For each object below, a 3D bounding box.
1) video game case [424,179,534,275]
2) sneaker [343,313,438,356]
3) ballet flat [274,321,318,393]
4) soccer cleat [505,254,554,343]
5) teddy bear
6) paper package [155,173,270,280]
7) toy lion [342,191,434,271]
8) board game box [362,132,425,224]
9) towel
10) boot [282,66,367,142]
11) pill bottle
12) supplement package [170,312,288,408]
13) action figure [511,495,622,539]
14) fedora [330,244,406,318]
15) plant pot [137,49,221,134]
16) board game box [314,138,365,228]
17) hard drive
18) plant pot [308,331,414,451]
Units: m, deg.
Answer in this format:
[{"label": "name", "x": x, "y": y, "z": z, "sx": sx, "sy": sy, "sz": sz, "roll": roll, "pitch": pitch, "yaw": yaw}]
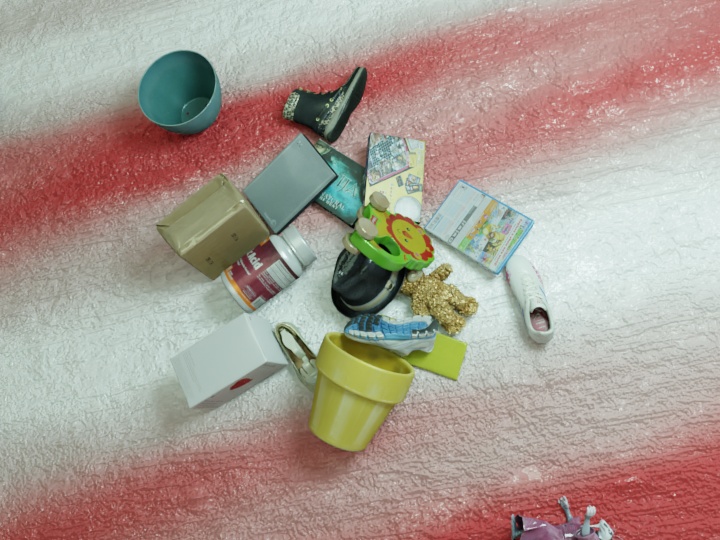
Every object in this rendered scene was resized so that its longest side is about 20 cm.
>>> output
[{"label": "video game case", "x": 0.261, "y": -0.099, "z": 1.368, "sx": 0.199, "sy": 0.018, "sz": 0.144, "roll": 35, "pitch": 83, "yaw": 26}, {"label": "sneaker", "x": 0.063, "y": 0.145, "z": 1.295, "sx": 0.198, "sy": 0.087, "sz": 0.075, "roll": 3, "pitch": 37, "yaw": 8}, {"label": "ballet flat", "x": -0.128, "y": 0.196, "z": 1.348, "sx": 0.067, "sy": 0.062, "sz": 0.200, "roll": -40, "pitch": 73, "yaw": -2}, {"label": "soccer cleat", "x": 0.360, "y": 0.052, "z": 1.290, "sx": 0.069, "sy": 0.086, "sz": 0.202, "roll": -18, "pitch": 73, "yaw": 4}, {"label": "teddy bear", "x": 0.160, "y": 0.051, "z": 1.335, "sx": 0.145, "sy": 0.067, "sz": 0.201, "roll": -35, "pitch": 73, "yaw": -3}, {"label": "paper package", "x": -0.324, "y": -0.093, "z": 1.386, "sx": 0.190, "sy": 0.200, "sz": 0.104, "roll": -38, "pitch": 73, "yaw": -2}, {"label": "toy lion", "x": 0.072, "y": -0.064, "z": 1.295, "sx": 0.191, "sy": 0.200, "sz": 0.069, "roll": 38, "pitch": 124, "yaw": -8}, {"label": "board game box", "x": 0.076, "y": -0.208, "z": 1.414, "sx": 0.134, "sy": 0.035, "sz": 0.202, "roll": 8, "pitch": 75, "yaw": -9}, {"label": "towel", "x": 0.125, "y": 0.164, "z": 1.331, "sx": 0.198, "sy": 0.018, "sz": 0.087, "roll": 17, "pitch": 98, "yaw": 13}, {"label": "boot", "x": -0.085, "y": -0.426, "z": 1.502, "sx": 0.153, "sy": 0.074, "sz": 0.205, "roll": 25, "pitch": 81, "yaw": 17}, {"label": "pill bottle", "x": -0.204, "y": -0.006, "z": 1.388, "sx": 0.199, "sy": 0.114, "sz": 0.114, "roll": -37, "pitch": 72, "yaw": -2}, {"label": "supplement package", "x": -0.281, "y": 0.198, "z": 1.332, "sx": 0.199, "sy": 0.121, "sz": 0.120, "roll": -32, "pitch": 72, "yaw": 8}, {"label": "action figure", "x": 0.381, "y": 0.502, "z": 1.143, "sx": 0.198, "sy": 0.134, "sz": 0.150, "roll": -1, "pitch": 76, "yaw": 12}, {"label": "fedora", "x": 0.000, "y": 0.000, "z": 1.334, "sx": 0.199, "sy": 0.092, "sz": 0.202, "roll": -15, "pitch": 59, "yaw": 26}, {"label": "plant pot", "x": -0.424, "y": -0.417, "z": 1.524, "sx": 0.198, "sy": 0.135, "sz": 0.202, "roll": -3, "pitch": 75, "yaw": 10}, {"label": "board game box", "x": -0.058, "y": -0.208, "z": 1.461, "sx": 0.199, "sy": 0.028, "sz": 0.136, "roll": 34, "pitch": 84, "yaw": 16}, {"label": "hard drive", "x": -0.166, "y": -0.203, "z": 1.450, "sx": 0.200, "sy": 0.033, "sz": 0.140, "roll": -42, "pitch": 76, "yaw": 12}, {"label": "plant pot", "x": -0.015, "y": 0.251, "z": 1.255, "sx": 0.200, "sy": 0.201, "sz": 0.190, "roll": 24, "pitch": 96, "yaw": 15}]
